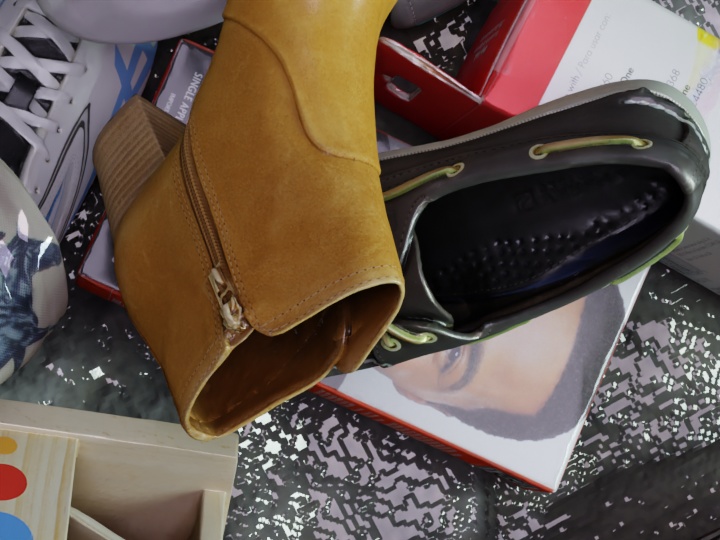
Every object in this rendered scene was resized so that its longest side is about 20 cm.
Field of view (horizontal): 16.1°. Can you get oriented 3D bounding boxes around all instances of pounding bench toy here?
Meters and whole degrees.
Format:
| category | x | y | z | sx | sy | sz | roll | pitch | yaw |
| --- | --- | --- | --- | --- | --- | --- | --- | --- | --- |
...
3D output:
| category | x | y | z | sx | sy | sz | roll | pitch | yaw |
| --- | --- | --- | --- | --- | --- | --- | --- | --- | --- |
| pounding bench toy | -0.150 | 0.140 | 0.879 | 0.199 | 0.156 | 0.125 | 9 | 129 | -6 |

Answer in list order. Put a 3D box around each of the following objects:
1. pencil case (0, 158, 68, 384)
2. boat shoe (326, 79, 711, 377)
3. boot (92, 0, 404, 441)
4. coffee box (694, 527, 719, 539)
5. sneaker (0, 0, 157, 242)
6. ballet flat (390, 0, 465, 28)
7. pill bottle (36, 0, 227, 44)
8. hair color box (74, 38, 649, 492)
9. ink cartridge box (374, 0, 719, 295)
| category | x | y | z | sx | sy | sz | roll | pitch | yaw |
| --- | --- | --- | --- | --- | --- | --- | --- | --- | --- |
| pencil case | -0.185 | 0.036 | 0.848 | 0.089 | 0.078 | 0.200 | 26 | 56 | 37 |
| boat shoe | 0.027 | -0.008 | 0.892 | 0.200 | 0.061 | 0.072 | -24 | 107 | 15 |
| boot | -0.009 | -0.048 | 0.858 | 0.071 | 0.144 | 0.201 | 22 | 118 | -43 |
| coffee box | 0.113 | 0.177 | 0.970 | 0.199 | 0.080 | 0.114 | -24 | 90 | -9 |
| sneaker | -0.129 | -0.055 | 0.961 | 0.072 | 0.072 | 0.201 | 25 | 82 | -3 |
| ballet flat | -0.022 | -0.183 | 0.990 | 0.064 | 0.067 | 0.201 | -35 | 89 | 10 |
| pill bottle | -0.094 | -0.195 | 0.932 | 0.113 | 0.114 | 0.201 | -18 | 68 | -8 |
| hair color box | 0.000 | 0.000 | 0.978 | 0.199 | 0.061 | 0.102 | 24 | 83 | -6 |
| ink cartridge box | 0.100 | -0.058 | 0.968 | 0.199 | 0.116 | 0.068 | 29 | 83 | -5 |
